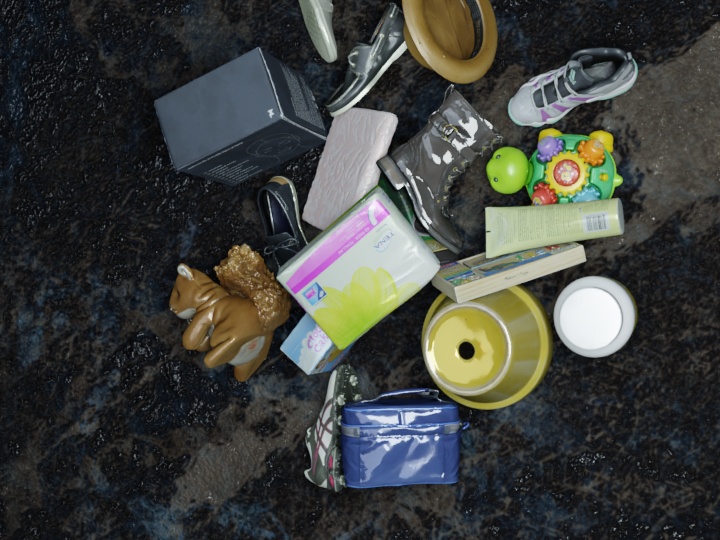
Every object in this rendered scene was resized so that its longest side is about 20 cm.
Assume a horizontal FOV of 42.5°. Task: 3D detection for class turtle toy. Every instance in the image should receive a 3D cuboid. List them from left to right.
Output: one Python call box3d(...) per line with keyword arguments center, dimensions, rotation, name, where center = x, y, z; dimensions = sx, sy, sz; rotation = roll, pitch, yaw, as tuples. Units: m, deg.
box3d(center=(0.286, -0.141, 1.366), dimensions=(0.197, 0.101, 0.148), rotation=(6, 91, 19), name="turtle toy")

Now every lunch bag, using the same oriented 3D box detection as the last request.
box3d(center=(0.067, 0.248, 1.404), dimensions=(0.197, 0.136, 0.135), rotation=(-3, 89, -2), name="lunch bag")

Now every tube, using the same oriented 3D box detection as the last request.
box3d(center=(0.273, -0.066, 1.319), dimensions=(0.197, 0.058, 0.052), rotation=(-7, 122, 24), name="tube")

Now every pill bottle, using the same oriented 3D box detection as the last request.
box3d(center=(0.329, 0.063, 1.296), dimensions=(0.110, 0.200, 0.113), rotation=(0, 89, 19), name="pill bottle")

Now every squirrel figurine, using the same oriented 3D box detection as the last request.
box3d(center=(-0.221, 0.050, 1.533), dimensions=(0.200, 0.141, 0.187), rotation=(-48, 65, 7), name="squirrel figurine")

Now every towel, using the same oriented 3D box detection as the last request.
box3d(center=(-0.019, -0.154, 1.447), dimensions=(0.032, 0.191, 0.203), rotation=(16, 95, -27), name="towel")

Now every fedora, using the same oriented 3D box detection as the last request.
box3d(center=(0.121, -0.376, 1.416), dimensions=(0.081, 0.199, 0.204), rotation=(-17, 83, 53), name="fedora")

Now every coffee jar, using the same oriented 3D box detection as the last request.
box3d(center=(0.085, -0.081, 1.433), dimensions=(0.103, 0.085, 0.203), rotation=(-11, 84, -21), name="coffee jar")

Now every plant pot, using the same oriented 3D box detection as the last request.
box3d(center=(0.173, 0.109, 1.355), dimensions=(0.198, 0.189, 0.204), rotation=(0, 90, 19), name="plant pot")

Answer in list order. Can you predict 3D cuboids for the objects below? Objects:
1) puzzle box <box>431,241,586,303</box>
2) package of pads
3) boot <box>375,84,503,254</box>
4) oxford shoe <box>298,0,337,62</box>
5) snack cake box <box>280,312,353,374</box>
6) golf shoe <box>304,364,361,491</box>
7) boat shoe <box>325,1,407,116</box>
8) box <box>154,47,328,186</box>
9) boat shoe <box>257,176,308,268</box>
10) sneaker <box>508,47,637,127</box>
box3d(center=(0.209, -0.007, 1.338), dimensions=(0.197, 0.133, 0.026), rotation=(-18, 103, -9), name="puzzle box")
box3d(center=(0.000, 0.000, 1.345), dimensions=(0.199, 0.068, 0.155), rotation=(-40, 101, 9), name="package of pads")
box3d(center=(0.137, -0.145, 1.345), dimensions=(0.173, 0.069, 0.201), rotation=(-38, 99, 1), name="boot")
box3d(center=(-0.068, -0.441, 1.513), dimensions=(0.057, 0.075, 0.203), rotation=(-17, 85, -19), name="oxford shoe")
box3d(center=(-0.026, 0.065, 1.462), dimensions=(0.067, 0.115, 0.201), rotation=(40, 102, 14), name="snack cake box")
box3d(center=(-0.051, 0.251, 1.491), dimensions=(0.087, 0.077, 0.203), rotation=(2, 84, 33), name="golf shoe")
box3d(center=(0.007, -0.334, 1.471), dimensions=(0.067, 0.072, 0.200), rotation=(38, 98, -23), name="boat shoe")
box3d(center=(-0.185, -0.238, 1.478), dimensions=(0.198, 0.196, 0.126), rotation=(-22, 82, 16), name="box")
box3d(center=(-0.125, -0.051, 1.511), dimensions=(0.074, 0.062, 0.203), rotation=(-7, 100, 32), name="boat shoe")
box3d(center=(0.300, -0.275, 1.341), dimensions=(0.198, 0.140, 0.079), rotation=(-23, 83, 17), name="sneaker")
